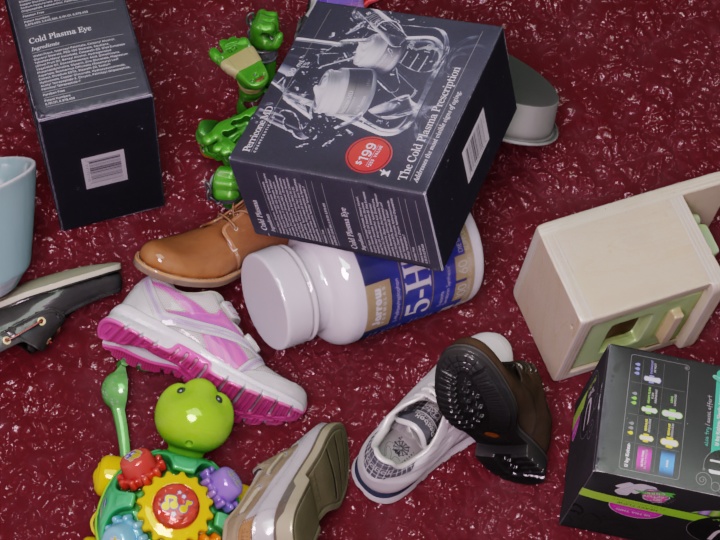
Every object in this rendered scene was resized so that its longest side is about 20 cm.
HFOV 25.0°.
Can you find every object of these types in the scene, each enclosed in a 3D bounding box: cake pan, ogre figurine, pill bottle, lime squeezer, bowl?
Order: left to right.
[{"bbox_3d":[-0.372,-0.023,1.441,0.200,0.201,0.105,-18,106,-15],"label":"bowl"},{"bbox_3d":[-0.189,0.097,1.463,0.070,0.038,0.200,25,62,8],"label":"lime squeezer"},{"bbox_3d":[-0.108,-0.134,1.547,0.098,0.120,0.201,-9,62,-5],"label":"ogre figurine"},{"bbox_3d":[0.000,0.000,1.469,0.200,0.120,0.120,-19,65,-26],"label":"pill bottle"},{"bbox_3d":[0.107,-0.185,1.576,0.200,0.037,0.200,20,24,-9],"label":"cake pan"}]

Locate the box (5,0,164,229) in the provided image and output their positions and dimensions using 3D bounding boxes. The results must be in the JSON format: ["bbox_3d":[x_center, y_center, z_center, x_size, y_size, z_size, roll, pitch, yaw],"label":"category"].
[{"bbox_3d":[-0.256,-0.171,1.497,0.104,0.200,0.183,-15,65,-11],"label":"box"}]

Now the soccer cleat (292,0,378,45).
[{"bbox_3d":[-0.026,-0.235,1.624,0.073,0.068,0.200,12,48,1],"label":"soccer cleat"}]

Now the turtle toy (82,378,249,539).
[{"bbox_3d":[-0.156,0.190,1.373,0.145,0.101,0.201,13,62,-7],"label":"turtle toy"}]

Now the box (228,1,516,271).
[{"bbox_3d":[0.015,-0.120,1.405,0.182,0.104,0.200,10,55,22],"label":"box"}]

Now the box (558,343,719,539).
[{"bbox_3d":[0.289,0.163,1.412,0.199,0.149,0.125,11,63,1],"label":"box"}]

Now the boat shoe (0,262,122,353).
[{"bbox_3d":[-0.305,0.044,1.469,0.201,0.074,0.063,-23,99,-26],"label":"boat shoe"}]

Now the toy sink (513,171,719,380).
[{"bbox_3d":[0.261,0.009,1.502,0.199,0.130,0.112,-16,65,-15],"label":"toy sink"}]

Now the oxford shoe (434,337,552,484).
[{"bbox_3d":[0.117,0.105,1.408,0.072,0.200,0.085,5,60,26],"label":"oxford shoe"}]

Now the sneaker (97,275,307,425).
[{"bbox_3d":[-0.128,0.066,1.442,0.200,0.081,0.088,32,58,-14],"label":"sneaker"}]

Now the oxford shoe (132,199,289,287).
[{"bbox_3d":[-0.122,-0.032,1.470,0.071,0.071,0.200,35,31,33],"label":"oxford shoe"}]

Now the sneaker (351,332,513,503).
[{"bbox_3d":[0.074,0.124,1.452,0.076,0.081,0.200,36,63,15],"label":"sneaker"}]

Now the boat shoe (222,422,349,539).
[{"bbox_3d":[-0.060,0.182,1.374,0.068,0.200,0.075,-4,105,16],"label":"boat shoe"}]
